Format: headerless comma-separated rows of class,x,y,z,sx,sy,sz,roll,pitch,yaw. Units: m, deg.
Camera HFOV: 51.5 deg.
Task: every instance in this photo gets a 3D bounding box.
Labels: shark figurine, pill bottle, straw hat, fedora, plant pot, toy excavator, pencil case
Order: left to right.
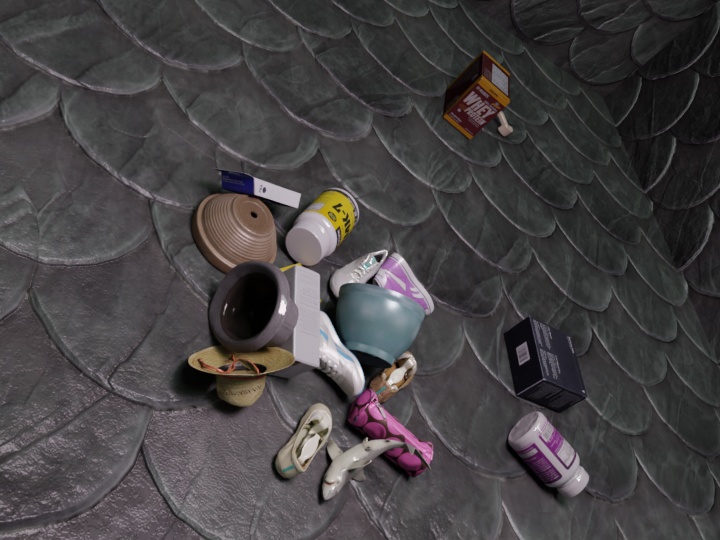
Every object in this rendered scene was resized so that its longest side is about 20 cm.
straw hat,-0.217,0.200,1.355,0.199,0.199,0.087,-7,103,-48
plant pot,-0.247,-0.093,1.572,0.199,0.093,0.203,27,42,-27
fedora,-0.190,0.080,1.423,0.090,0.198,0.180,34,73,-44
pill bottle,-0.088,-0.100,1.723,0.114,0.114,0.200,45,38,-6
shark figurine,0.018,0.375,1.448,0.128,0.211,0.091,-123,-165,-59
plant pot,0.030,0.129,1.611,0.198,0.199,0.137,27,69,-27
pencil case,0.066,0.335,1.534,0.199,0.093,0.091,42,38,-13
toy excavator,0.496,-0.624,2.791,0.199,0.099,0.197,33,41,-35
pill bottle,0.464,0.455,1.828,0.201,0.112,0.112,48,37,-3

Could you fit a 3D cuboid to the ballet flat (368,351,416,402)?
ballet flat,0.089,0.229,1.669,0.071,0.065,0.200,49,37,0

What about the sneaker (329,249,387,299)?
sneaker,0.000,0.000,1.751,0.076,0.088,0.200,50,37,-2

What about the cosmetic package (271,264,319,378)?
cosmetic package,-0.136,0.103,1.487,0.073,0.101,0.204,21,57,-40

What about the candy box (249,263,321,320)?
candy box,-0.175,0.050,1.580,0.199,0.026,0.103,-18,73,-51

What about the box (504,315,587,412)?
box,0.504,0.257,2.041,0.180,0.104,0.203,23,45,-29

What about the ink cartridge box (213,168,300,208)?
ink cartridge box,-0.225,-0.177,1.622,0.199,0.098,0.040,15,88,-58

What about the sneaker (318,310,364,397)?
sneaker,-0.068,0.182,1.549,0.080,0.077,0.201,-23,70,-44

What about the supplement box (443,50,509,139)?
supplement box,0.402,-0.607,2.583,0.132,0.197,0.202,34,39,-19

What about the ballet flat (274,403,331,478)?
ballet flat,-0.091,0.314,1.413,0.069,0.069,0.200,45,37,-6

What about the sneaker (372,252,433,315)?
sneaker,0.096,0.064,1.827,0.115,0.072,0.201,-49,122,-16
